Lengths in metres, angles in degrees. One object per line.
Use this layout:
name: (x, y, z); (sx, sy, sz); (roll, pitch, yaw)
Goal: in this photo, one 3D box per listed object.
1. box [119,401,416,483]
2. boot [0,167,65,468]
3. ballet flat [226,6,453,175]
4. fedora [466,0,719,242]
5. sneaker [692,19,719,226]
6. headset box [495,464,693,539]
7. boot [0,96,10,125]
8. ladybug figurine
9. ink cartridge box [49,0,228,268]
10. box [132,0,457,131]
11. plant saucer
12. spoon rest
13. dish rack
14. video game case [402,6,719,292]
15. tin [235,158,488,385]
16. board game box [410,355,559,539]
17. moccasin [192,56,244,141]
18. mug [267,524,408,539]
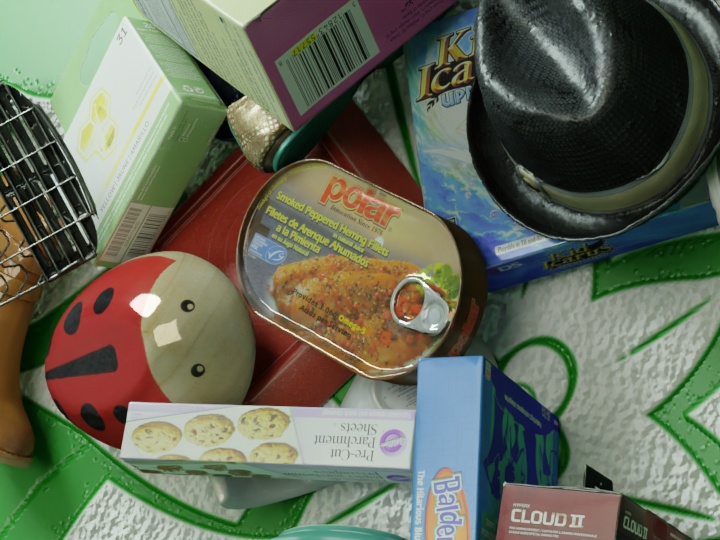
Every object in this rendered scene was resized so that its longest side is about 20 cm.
box: (-0.054, 0.108, 1.444); (0.198, 0.039, 0.042); (1, 71, 20)
boot: (-0.253, 0.032, 1.650); (0.156, 0.076, 0.200); (-50, 43, 12)
ballet flat: (-0.013, -0.152, 1.534); (0.065, 0.071, 0.200); (41, 76, 19)
fedora: (0.127, -0.119, 1.368); (0.199, 0.092, 0.202); (-18, 56, 28)
sneaker: (0.264, -0.084, 1.358); (0.111, 0.077, 0.202); (-18, 65, 27)
headset box: (0.127, 0.214, 1.297); (0.074, 0.149, 0.202); (3, 76, 25)
boot: (-0.330, -0.075, 1.699); (0.076, 0.168, 0.202); (16, 121, 41)
ladybug figurine: (-0.151, 0.059, 1.545); (0.199, 0.072, 0.137); (-22, 79, 47)
ink cartridge box: (-0.177, -0.118, 1.619); (0.146, 0.048, 0.200); (-59, 45, 27)
box: (-0.047, -0.214, 1.500); (0.176, 0.097, 0.200); (-40, 46, -13)
plant saucer: (-0.052, -0.013, 1.559); (0.200, 0.037, 0.200); (-44, 56, 11)
spoon rest: (-0.001, 0.101, 1.485); (0.199, 0.061, 0.100); (-25, 63, 8)
dish rack: (-0.282, -0.034, 1.583); (0.199, 0.055, 0.154); (-27, 97, 10)
video game case: (0.130, -0.095, 1.458); (0.199, 0.045, 0.183); (-17, 65, 23)
tin: (0.000, 0.000, 1.464); (0.199, 0.042, 0.113); (29, 101, 42)
board game box: (0.074, 0.167, 1.346); (0.045, 0.152, 0.202); (-3, 73, 22)
moccasin: (-0.101, -0.193, 1.630); (0.080, 0.068, 0.202); (-8, 70, 30)
mug: (-0.016, 0.214, 1.369); (0.151, 0.185, 0.115); (1, 68, 13)
